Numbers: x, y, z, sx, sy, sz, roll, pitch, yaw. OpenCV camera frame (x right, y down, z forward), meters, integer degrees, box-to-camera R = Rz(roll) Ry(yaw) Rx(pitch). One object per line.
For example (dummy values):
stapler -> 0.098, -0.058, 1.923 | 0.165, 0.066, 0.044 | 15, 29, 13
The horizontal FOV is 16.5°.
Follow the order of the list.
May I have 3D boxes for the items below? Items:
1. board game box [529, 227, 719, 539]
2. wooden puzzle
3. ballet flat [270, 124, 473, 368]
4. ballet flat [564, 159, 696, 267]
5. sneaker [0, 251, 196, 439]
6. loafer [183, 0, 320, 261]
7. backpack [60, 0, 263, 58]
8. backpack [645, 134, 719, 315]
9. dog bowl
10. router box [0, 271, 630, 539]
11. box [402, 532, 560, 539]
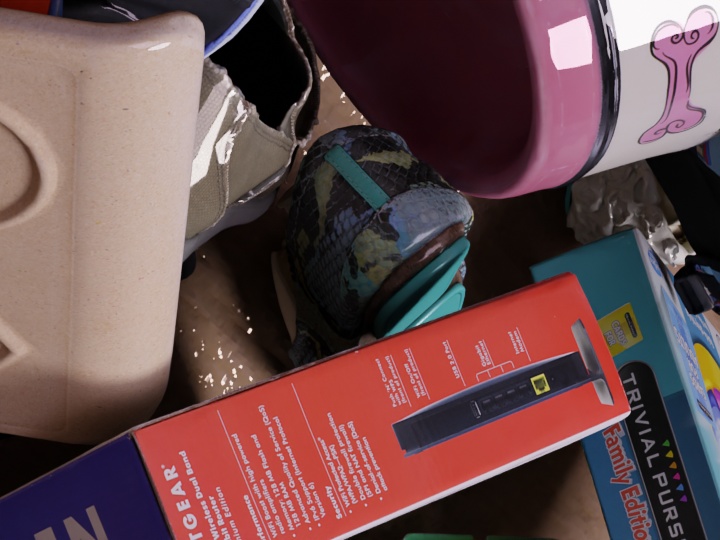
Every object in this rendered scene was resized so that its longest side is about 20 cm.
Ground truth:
board game box -> 0.134, 0.101, 0.965 | 0.151, 0.047, 0.201 | 40, 31, -63
wooden puzzle -> -0.141, -0.025, 0.606 | 0.185, 0.199, 0.046 | 103, -9, -59
ballet flat -> 0.000, 0.000, 0.860 | 0.074, 0.074, 0.200 | -53, 173, -18
ballet flat -> 0.133, -0.092, 0.972 | 0.072, 0.072, 0.201 | -15, 123, -43
sneaker -> -0.135, 0.030, 0.725 | 0.200, 0.090, 0.070 | -43, 133, -28
loafer -> -0.039, -0.055, 0.744 | 0.075, 0.200, 0.070 | 44, 108, -8
backpack -> -0.094, -0.133, 0.611 | 0.191, 0.200, 0.154 | 56, 42, -14
backpack -> 0.189, -0.046, 0.858 | 0.134, 0.200, 0.183 | -42, 130, -14
dog bowl -> 0.034, -0.111, 0.783 | 0.074, 0.200, 0.201 | -31, 127, -20
router box -> -0.046, 0.073, 0.765 | 0.179, 0.200, 0.049 | -18, 83, -43
box -> 0.017, 0.197, 0.995 | 0.117, 0.048, 0.201 | 10, 100, -48
